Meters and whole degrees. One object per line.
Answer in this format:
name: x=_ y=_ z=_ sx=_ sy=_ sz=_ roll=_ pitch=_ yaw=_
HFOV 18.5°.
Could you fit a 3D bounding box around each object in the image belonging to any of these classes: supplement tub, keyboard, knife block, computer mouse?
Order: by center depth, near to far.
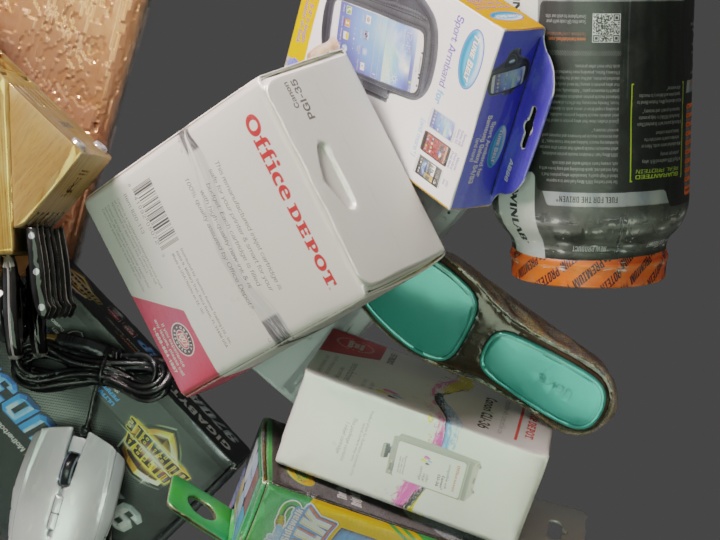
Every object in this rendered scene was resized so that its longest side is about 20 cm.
supplement tub: x=0.140 y=-0.095 z=1.346 sx=0.122 sy=0.123 sz=0.201 roll=2 pitch=99 yaw=11
knife block: x=-0.251 y=-0.040 z=1.382 sx=0.200 sy=0.064 sz=0.176 roll=43 pitch=97 yaw=8
computer mouse: x=-0.189 y=0.142 z=1.447 sx=0.109 sy=0.044 sz=0.201 roll=13 pitch=102 yaw=8
keyboard: x=0.000 y=0.000 z=1.451 sx=0.056 sy=0.011 sz=0.200 roll=41 pitch=105 yaw=8

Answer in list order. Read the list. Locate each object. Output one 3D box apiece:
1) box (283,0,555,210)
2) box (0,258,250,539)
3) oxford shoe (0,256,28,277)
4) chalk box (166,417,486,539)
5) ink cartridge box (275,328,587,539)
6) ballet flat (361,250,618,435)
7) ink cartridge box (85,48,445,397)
box: x=0.034 y=-0.125 z=1.340 sx=0.200 sy=0.041 sz=0.120 roll=40 pitch=125 yaw=41
box: x=-0.197 y=0.107 z=1.490 sx=0.159 sy=0.046 sz=0.200 roll=-44 pitch=89 yaw=15
oxford shoe: x=-0.238 y=-0.091 z=1.446 sx=0.071 sy=0.071 sz=0.201 roll=-9 pitch=88 yaw=15
chalk box: x=-0.032 y=0.183 z=1.405 sx=0.199 sy=0.124 sz=0.124 roll=19 pitch=103 yaw=-6
ink cartridge box: x=0.057 y=0.110 z=1.398 sx=0.199 sy=0.116 sz=0.068 roll=20 pitch=104 yaw=3
ballet flat: x=0.076 y=0.038 z=1.410 sx=0.200 sy=0.067 sz=0.068 roll=37 pitch=107 yaw=5
ink cartridge box: x=-0.061 y=-0.026 z=1.370 sx=0.200 sy=0.083 sz=0.147 roll=-29 pitch=87 yaw=46
